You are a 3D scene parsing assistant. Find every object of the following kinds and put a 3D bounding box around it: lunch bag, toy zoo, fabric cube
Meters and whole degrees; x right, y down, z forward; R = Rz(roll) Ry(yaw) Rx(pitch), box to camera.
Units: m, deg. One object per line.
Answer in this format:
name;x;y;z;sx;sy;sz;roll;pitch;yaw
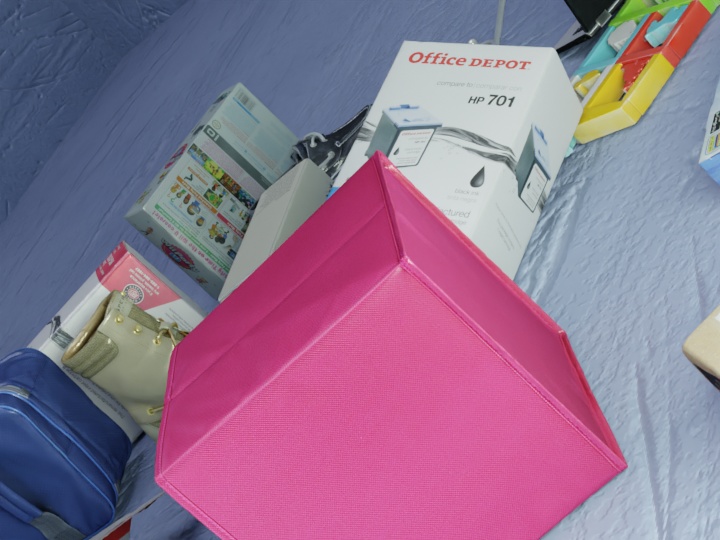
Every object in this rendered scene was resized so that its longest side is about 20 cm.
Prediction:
lunch bag;-0.333;0.185;1.532;0.136;0.200;0.132;-36;23;17
toy zoo;0.223;-0.172;1.293;0.200;0.020;0.131;-54;19;-18
fabric cube;0.013;0.081;0.967;0.199;0.196;0.200;-44;18;13

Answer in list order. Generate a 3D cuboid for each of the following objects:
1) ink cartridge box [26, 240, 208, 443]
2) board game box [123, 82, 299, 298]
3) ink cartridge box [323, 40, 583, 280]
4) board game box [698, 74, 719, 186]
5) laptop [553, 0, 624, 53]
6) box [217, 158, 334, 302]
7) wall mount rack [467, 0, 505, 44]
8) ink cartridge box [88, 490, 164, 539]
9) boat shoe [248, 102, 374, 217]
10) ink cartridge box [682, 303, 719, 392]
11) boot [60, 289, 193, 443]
ink cartridge box;-0.266;0.093;1.656;0.200;0.145;0.084;-48;17;-1
board game box;-0.155;-0.092;1.783;0.064;0.148;0.200;-14;37;58
ink cartridge box;0.071;-0.080;1.227;0.146;0.086;0.200;7;62;33
board game box;0.324;-0.159;1.001;0.199;0.043;0.200;-32;23;41
laptop;0.218;-0.311;1.385;0.187;0.116;0.200;-49;6;-6
box;-0.076;-0.025;1.595;0.082;0.068;0.200;-36;22;32
wall mount rack;0.095;-0.203;1.560;0.174;0.075;0.200;-30;26;43
ink cartridge box;-0.251;0.272;1.330;0.200;0.050;0.161;-33;0;33
boat shoe;-0.046;-0.122;1.724;0.200;0.068;0.072;-48;18;-1
ink cartridge box;0.270;0.011;0.725;0.200;0.075;0.165;-46;17;2
boot;-0.174;0.065;1.488;0.200;0.155;0.073;-43;19;15
